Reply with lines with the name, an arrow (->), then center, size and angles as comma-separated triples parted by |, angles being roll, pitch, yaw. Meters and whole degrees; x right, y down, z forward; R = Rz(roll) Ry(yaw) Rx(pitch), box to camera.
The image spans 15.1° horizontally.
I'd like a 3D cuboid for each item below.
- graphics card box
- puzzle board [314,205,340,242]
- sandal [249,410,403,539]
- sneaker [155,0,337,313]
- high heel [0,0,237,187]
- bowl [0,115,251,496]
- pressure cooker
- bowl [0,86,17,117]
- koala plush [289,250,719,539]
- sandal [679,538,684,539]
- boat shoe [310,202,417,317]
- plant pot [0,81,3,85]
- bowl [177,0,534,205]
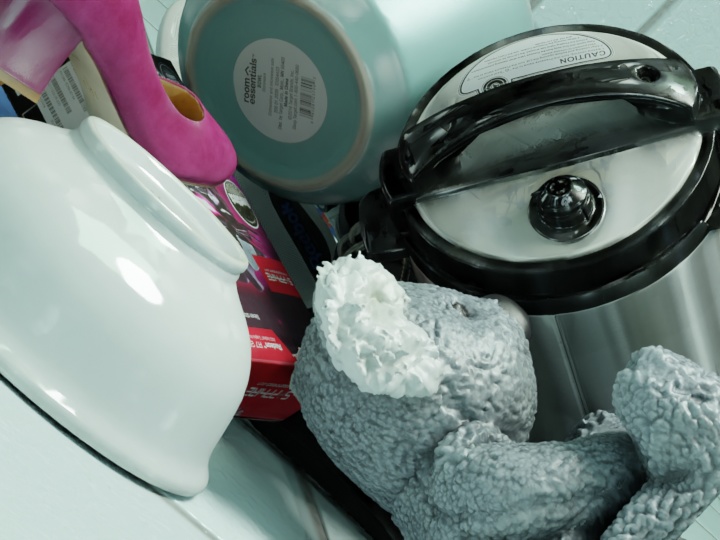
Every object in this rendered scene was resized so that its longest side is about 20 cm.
graphics card box -> -0.095, -0.022, 1.362 | 0.201, 0.051, 0.125 | 60, 17, 16
puzzle board -> 0.009, -0.067, 1.568 | 0.151, 0.017, 0.200 | 58, -28, -5
sandal -> 0.025, 0.111, 1.419 | 0.200, 0.045, 0.075 | 40, 30, -4
sneaker -> -0.083, -0.053, 1.611 | 0.201, 0.073, 0.112 | 69, -24, 13
high heel -> -0.098, -0.106, 1.249 | 0.067, 0.096, 0.200 | 40, 6, 39
bowl -> -0.113, -0.003, 1.184 | 0.201, 0.090, 0.201 | 43, 7, -6
pressure cooker -> 0.110, -0.024, 1.360 | 0.178, 0.176, 0.200 | 27, -26, 35
bowl -> -0.155, -0.056, 1.498 | 0.201, 0.039, 0.201 | 44, 6, -6
koala plush -> 0.047, 0.081, 1.251 | 0.200, 0.184, 0.177 | 43, -14, 6
sandal -> 0.125, 0.161, 1.548 | 0.199, 0.045, 0.075 | 26, -26, -33
boat shoe -> 0.000, 0.000, 1.473 | 0.200, 0.072, 0.063 | -69, 140, -74
plant pot -> -0.229, -0.184, 1.261 | 0.200, 0.201, 0.140 | 40, -9, -30
bowl -> -0.017, -0.115, 1.438 | 0.201, 0.201, 0.105 | 44, 40, 5
